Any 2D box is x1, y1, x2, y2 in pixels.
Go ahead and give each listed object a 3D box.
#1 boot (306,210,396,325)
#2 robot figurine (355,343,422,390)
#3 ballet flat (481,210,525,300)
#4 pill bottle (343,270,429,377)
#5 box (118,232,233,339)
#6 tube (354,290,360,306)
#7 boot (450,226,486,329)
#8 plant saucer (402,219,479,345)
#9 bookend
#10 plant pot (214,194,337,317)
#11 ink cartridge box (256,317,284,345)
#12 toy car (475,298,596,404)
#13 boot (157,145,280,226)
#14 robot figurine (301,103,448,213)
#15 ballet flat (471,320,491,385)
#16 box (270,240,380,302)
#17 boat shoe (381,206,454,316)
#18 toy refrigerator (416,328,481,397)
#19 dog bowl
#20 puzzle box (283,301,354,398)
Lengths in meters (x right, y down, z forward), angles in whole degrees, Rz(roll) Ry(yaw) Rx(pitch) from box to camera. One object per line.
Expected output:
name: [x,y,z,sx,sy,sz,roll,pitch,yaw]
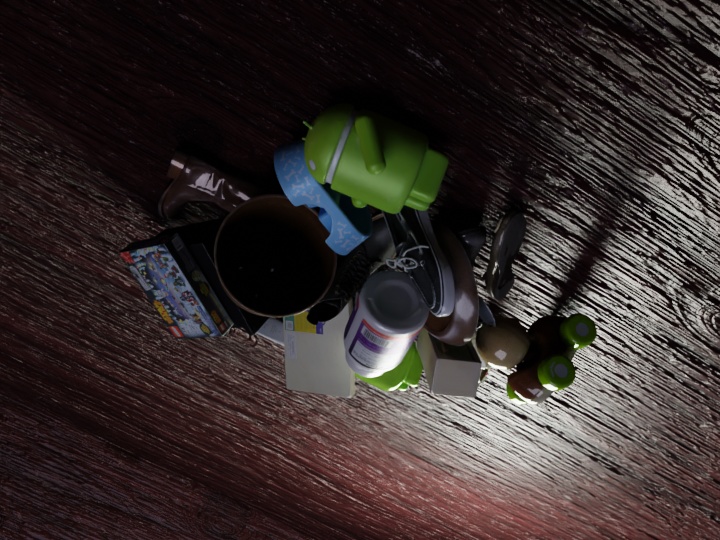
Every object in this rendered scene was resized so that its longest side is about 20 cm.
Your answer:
boot: [0.000,0.000,1.111,0.077,0.139,0.200,38,123,-12]
robot figurine: [0.025,0.155,1.355,0.199,0.116,0.175,29,151,-15]
ballet flat: [0.213,-0.025,1.078,0.046,0.067,0.200,40,159,28]
pill bottle: [0.033,0.096,1.140,0.111,0.112,0.200,21,146,-1]
box: [-0.330,0.033,1.262,0.136,0.040,0.201,-7,120,39]
tube: [0.090,0.062,1.242,0.198,0.051,0.078,0,153,-10]
boot: [0.163,0.027,1.095,0.069,0.132,0.200,-10,157,-15]
plant saucer: [0.115,0.023,1.089,0.032,0.201,0.201,-13,154,-22]
bookend: [-0.287,0.018,1.317,0.198,0.092,0.201,-7,120,37]
plant pot: [-0.152,-0.005,1.143,0.186,0.188,0.200,27,162,-10]
ink cartridge box: [-0.123,0.145,1.423,0.173,0.044,0.200,23,172,5]
toy car: [0.254,0.110,1.173,0.199,0.158,0.164,34,157,2]
boot: [-0.235,-0.109,1.199,0.199,0.065,0.186,23,148,-11]
robot figurine: [0.013,-0.151,0.947,0.199,0.116,0.175,22,170,-3]
ballet flat: [0.230,0.168,1.327,0.075,0.064,0.201,16,146,9]
box: [-0.080,0.012,1.291,0.158,0.046,0.200,31,145,-14]
boat shoe: [0.077,-0.025,1.018,0.068,0.201,0.074,-9,166,-25]
toy refrigerator: [0.149,0.140,1.209,0.075,0.200,0.070,7,107,-4]
dog bowl: [-0.049,-0.113,1.044,0.049,0.112,0.200,-23,126,25]
puzzle box: [-0.076,0.128,1.283,0.132,0.025,0.202,5,106,20]
